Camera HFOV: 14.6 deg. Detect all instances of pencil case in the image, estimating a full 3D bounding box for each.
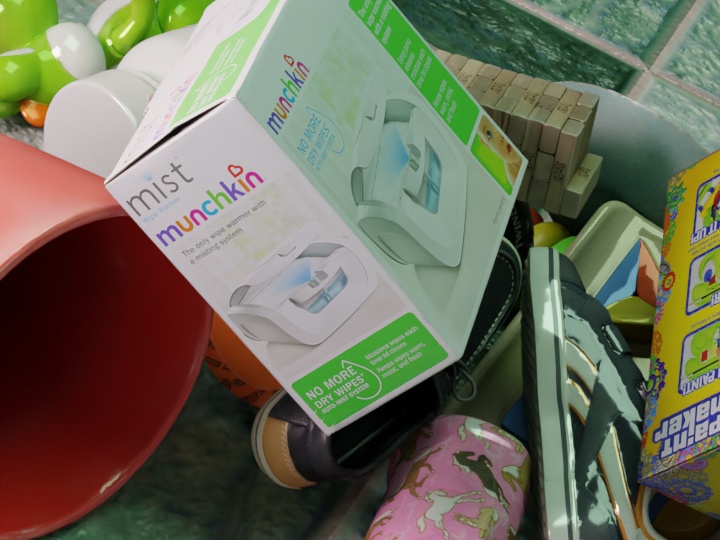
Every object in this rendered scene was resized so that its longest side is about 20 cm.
[{"bbox_3d":[0.030,0.156,1.466,0.086,0.083,0.200,18,36,10],"label":"pencil case"}]

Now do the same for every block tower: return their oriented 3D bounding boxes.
[{"bbox_3d":[0.040,-0.091,1.607,0.199,0.058,0.054,18,32,11],"label":"block tower"}]

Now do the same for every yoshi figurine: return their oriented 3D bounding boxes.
[{"bbox_3d":[-0.168,-0.157,1.754,0.112,0.113,0.200,29,36,36],"label":"yoshi figurine"}]

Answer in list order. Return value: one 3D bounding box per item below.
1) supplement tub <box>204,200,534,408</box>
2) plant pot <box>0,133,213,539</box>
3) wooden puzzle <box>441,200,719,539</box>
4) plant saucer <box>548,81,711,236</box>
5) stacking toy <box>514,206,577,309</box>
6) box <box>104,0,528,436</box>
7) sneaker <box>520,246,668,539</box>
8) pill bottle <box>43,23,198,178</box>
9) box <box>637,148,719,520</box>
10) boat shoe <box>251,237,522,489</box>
[{"bbox_3d":[0.000,0.000,1.617,0.122,0.123,0.200,38,38,21],"label":"supplement tub"},{"bbox_3d":[-0.204,0.014,1.450,0.177,0.201,0.200,33,36,33],"label":"plant pot"},{"bbox_3d":[0.173,0.075,1.599,0.200,0.046,0.185,35,73,13],"label":"wooden puzzle"},{"bbox_3d":[0.169,-0.030,1.716,0.201,0.201,0.039,36,69,18],"label":"plant saucer"},{"bbox_3d":[0.119,0.003,1.718,0.200,0.086,0.085,38,38,26],"label":"stacking toy"},{"bbox_3d":[-0.019,-0.049,1.435,0.177,0.097,0.200,50,30,-16],"label":"box"},{"bbox_3d":[0.130,0.081,1.538,0.079,0.078,0.201,-3,65,-2],"label":"sneaker"},{"bbox_3d":[-0.088,-0.092,1.695,0.114,0.115,0.200,42,40,25],"label":"pill bottle"},{"bbox_3d":[0.269,0.048,1.511,0.200,0.122,0.193,26,56,-26],"label":"box"},{"bbox_3d":[0.027,0.049,1.513,0.200,0.075,0.062,-40,26,-32],"label":"boat shoe"}]
